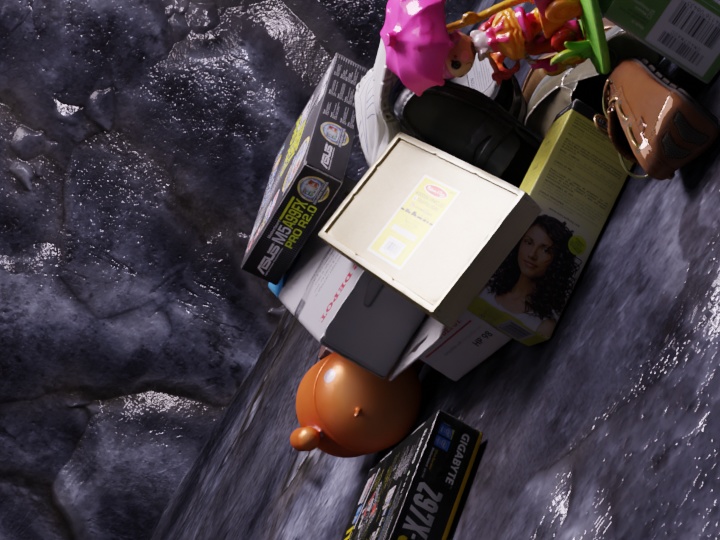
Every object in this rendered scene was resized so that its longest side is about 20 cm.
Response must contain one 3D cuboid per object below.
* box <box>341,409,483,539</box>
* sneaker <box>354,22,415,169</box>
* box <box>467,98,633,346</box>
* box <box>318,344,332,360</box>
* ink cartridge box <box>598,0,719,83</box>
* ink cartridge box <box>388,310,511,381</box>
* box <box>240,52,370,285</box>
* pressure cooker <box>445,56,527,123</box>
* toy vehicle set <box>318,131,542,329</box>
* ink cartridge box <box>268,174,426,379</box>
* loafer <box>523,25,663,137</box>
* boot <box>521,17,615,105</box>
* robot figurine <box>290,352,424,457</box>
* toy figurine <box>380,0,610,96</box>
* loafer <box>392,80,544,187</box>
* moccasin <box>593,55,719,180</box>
[{"bbox_3d":[0.021,0.232,1.022,0.201,0.049,0.160,-65,6,-36],"label":"box"},{"bbox_3d":[0.025,-0.164,1.172,0.074,0.087,0.201,-19,-42,-27],"label":"sneaker"},{"bbox_3d":[0.164,-0.041,1.048,0.201,0.075,0.050,-63,7,-17],"label":"box"},{"bbox_3d":[0.017,0.064,1.532,0.075,0.100,0.200,-56,8,24],"label":"box"},{"bbox_3d":[0.255,-0.229,1.053,0.059,0.103,0.200,-56,8,20],"label":"ink cartridge box"},{"bbox_3d":[0.109,0.025,1.178,0.116,0.066,0.201,-47,14,55],"label":"ink cartridge box"},{"bbox_3d":[-0.056,-0.107,1.279,0.160,0.044,0.201,-55,15,41],"label":"box"},{"bbox_3d":[0.090,-0.150,1.322,0.175,0.200,0.179,27,66,40],"label":"pressure cooker"},{"bbox_3d":[0.054,-0.041,1.067,0.124,0.026,0.200,-51,36,-3],"label":"toy vehicle set"},{"bbox_3d":[0.000,0.000,1.226,0.146,0.083,0.200,-57,24,3],"label":"ink cartridge box"},{"bbox_3d":[0.213,-0.164,1.193,0.070,0.075,0.200,-59,5,-35],"label":"loafer"},{"bbox_3d":[0.220,-0.189,1.296,0.200,0.073,0.076,-40,26,61],"label":"boot"},{"bbox_3d":[-0.001,0.136,1.305,0.200,0.143,0.118,142,131,-71],"label":"robot figurine"},{"bbox_3d":[0.110,-0.209,1.065,0.200,0.183,0.151,42,-146,-71],"label":"toy figurine"},{"bbox_3d":[0.122,-0.114,1.127,0.068,0.200,0.071,-58,20,19],"label":"loafer"},{"bbox_3d":[0.223,-0.115,0.968,0.078,0.073,0.202,-49,17,15],"label":"moccasin"}]
